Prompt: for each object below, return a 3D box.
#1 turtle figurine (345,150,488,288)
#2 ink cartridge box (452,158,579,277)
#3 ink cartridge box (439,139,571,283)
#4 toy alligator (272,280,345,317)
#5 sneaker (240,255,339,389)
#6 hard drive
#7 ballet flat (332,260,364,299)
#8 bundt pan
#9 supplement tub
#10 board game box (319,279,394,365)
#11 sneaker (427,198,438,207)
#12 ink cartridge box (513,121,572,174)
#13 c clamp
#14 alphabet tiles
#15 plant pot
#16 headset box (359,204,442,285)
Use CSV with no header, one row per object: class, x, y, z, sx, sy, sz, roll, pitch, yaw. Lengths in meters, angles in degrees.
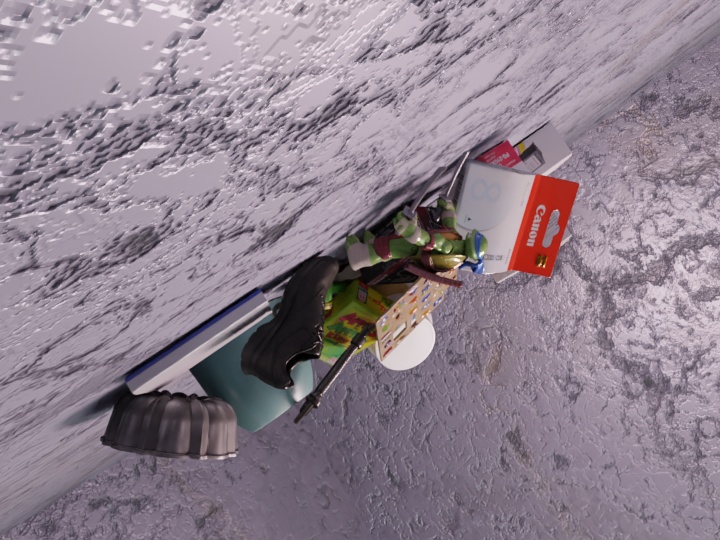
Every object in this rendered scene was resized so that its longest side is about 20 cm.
turtle figurine,0.076,-0.073,0.805,0.189,0.203,0.146,-11,-144,26
ink cartridge box,0.234,-0.072,0.887,0.047,0.194,0.164,-98,-161,-70
ink cartridge box,0.253,-0.099,1.019,0.083,0.203,0.145,-30,175,-29
toy alligator,-0.092,0.037,0.908,0.053,0.061,0.199,13,-163,28
sneaker,-0.078,0.074,0.795,0.203,0.089,0.076,-58,159,-14
hard drive,-0.211,0.097,0.781,0.198,0.026,0.132,-35,176,-10
ballet flat,0.000,0.000,1.068,0.198,0.070,0.071,-25,178,-43
bundt pan,-0.271,0.220,0.840,0.196,0.078,0.202,8,170,1
supplement tub,0.061,0.088,1.151,0.143,0.146,0.201,-33,-149,4
board game box,-0.028,0.101,1.037,0.199,0.100,0.049,-38,-148,43
sneaker,0.154,-0.060,1.167,0.197,0.131,0.080,-34,177,-5
ink cartridge box,0.328,-0.205,1.216,0.198,0.087,0.148,-36,175,-1
c clamp,-0.045,0.168,0.954,0.201,0.027,0.171,-52,180,-22
alphabet tiles,0.099,0.054,0.966,0.199,0.008,0.168,-43,155,-17
plant pot,-0.172,0.170,0.974,0.198,0.163,0.201,-34,176,-3
headset box,0.095,-0.041,0.989,0.196,0.077,0.148,-3,155,-40
